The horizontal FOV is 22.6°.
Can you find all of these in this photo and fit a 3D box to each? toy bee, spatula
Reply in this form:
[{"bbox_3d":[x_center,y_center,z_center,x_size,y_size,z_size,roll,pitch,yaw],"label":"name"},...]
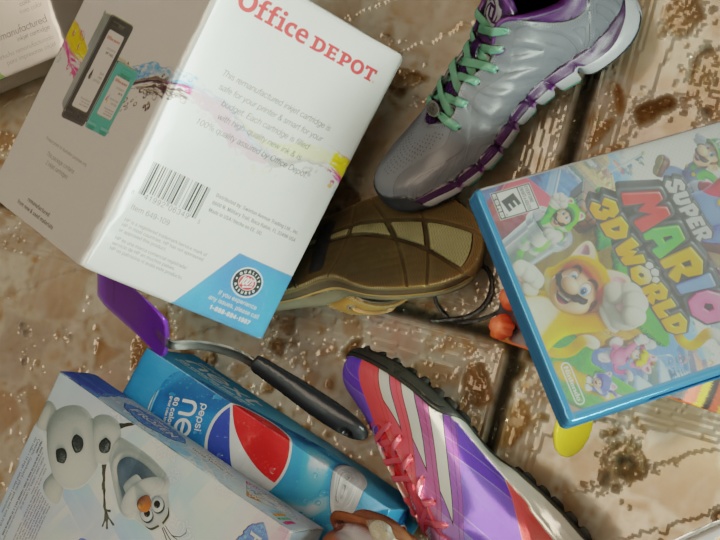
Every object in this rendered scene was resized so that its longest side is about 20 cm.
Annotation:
[{"bbox_3d":[0.120,0.044,1.058,0.199,0.109,0.132,-4,83,22],"label":"toy bee"},{"bbox_3d":[-0.082,0.054,1.119,0.199,0.057,0.021,26,60,8],"label":"spatula"}]

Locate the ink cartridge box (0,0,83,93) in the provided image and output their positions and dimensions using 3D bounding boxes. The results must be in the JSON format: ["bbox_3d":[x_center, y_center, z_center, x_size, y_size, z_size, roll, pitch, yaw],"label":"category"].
[{"bbox_3d":[-0.269,-0.228,1.251,0.117,0.067,0.201,-19,91,19],"label":"ink cartridge box"}]

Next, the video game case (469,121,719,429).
[{"bbox_3d":[0.178,-0.005,1.028,0.199,0.018,0.144,-16,73,-18],"label":"video game case"}]

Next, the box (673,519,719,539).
[{"bbox_3d":[0.216,0.244,0.986,0.101,0.112,0.201,-28,73,18],"label":"box"}]

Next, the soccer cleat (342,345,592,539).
[{"bbox_3d":[0.050,0.127,1.090,0.073,0.068,0.200,-44,71,-10],"label":"soccer cleat"}]

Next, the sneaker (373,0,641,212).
[{"bbox_3d":[0.073,-0.126,1.093,0.200,0.088,0.074,-42,42,0],"label":"sneaker"}]

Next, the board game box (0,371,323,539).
[{"bbox_3d":[-0.146,0.197,1.108,0.199,0.043,0.201,30,100,29],"label":"board game box"}]

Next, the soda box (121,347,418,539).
[{"bbox_3d":[-0.061,0.126,1.142,0.200,0.068,0.064,30,95,23],"label":"soda box"}]

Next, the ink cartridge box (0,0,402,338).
[{"bbox_3d":[-0.104,-0.091,1.123,0.146,0.146,0.201,31,95,51],"label":"ink cartridge box"}]

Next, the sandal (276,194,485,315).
[{"bbox_3d":[0.000,0.000,1.141,0.199,0.054,0.081,-11,48,36],"label":"sandal"}]

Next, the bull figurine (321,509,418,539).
[{"bbox_3d":[0.051,0.216,1.028,0.200,0.121,0.065,44,83,-3],"label":"bull figurine"}]
